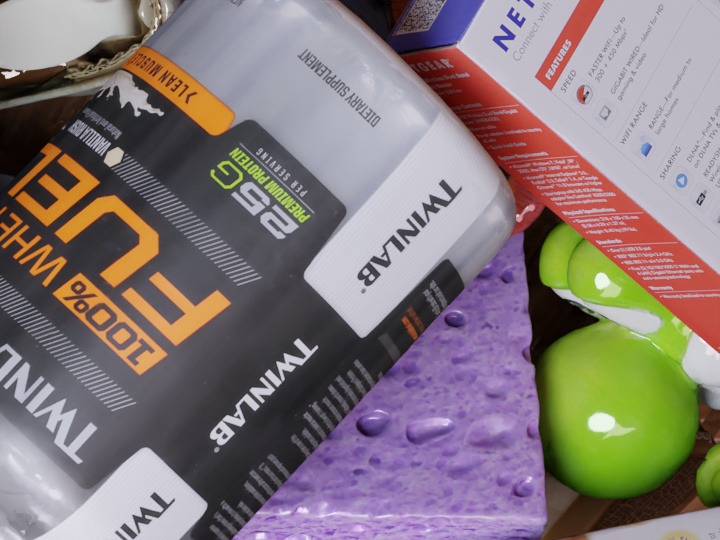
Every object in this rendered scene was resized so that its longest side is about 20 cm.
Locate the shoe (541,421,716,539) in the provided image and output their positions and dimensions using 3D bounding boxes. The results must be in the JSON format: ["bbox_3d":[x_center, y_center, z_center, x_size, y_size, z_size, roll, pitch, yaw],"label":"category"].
[{"bbox_3d":[0.068,0.112,1.081,0.070,0.053,0.200,1,138,-45],"label":"shoe"}]

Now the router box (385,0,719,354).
[{"bbox_3d":[0.127,-0.095,0.868,0.179,0.049,0.200,39,71,-24],"label":"router box"}]

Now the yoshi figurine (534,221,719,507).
[{"bbox_3d":[0.131,0.054,0.949,0.200,0.112,0.112,28,143,-28],"label":"yoshi figurine"}]

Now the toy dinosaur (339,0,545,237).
[{"bbox_3d":[0.003,-0.097,0.870,0.105,0.200,0.182,-32,75,5],"label":"toy dinosaur"}]

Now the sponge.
[{"bbox_3d":[0.000,0.000,0.915,0.111,0.200,0.030,0,148,-5],"label":"sponge"}]

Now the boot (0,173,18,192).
[{"bbox_3d":[-0.130,0.034,0.975,0.200,0.132,0.070,-37,75,28],"label":"boot"}]

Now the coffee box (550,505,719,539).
[{"bbox_3d":[0.046,0.143,0.892,0.199,0.080,0.114,-13,159,10],"label":"coffee box"}]

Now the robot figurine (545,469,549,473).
[{"bbox_3d":[-0.025,0.081,0.981,0.200,0.116,0.175,-15,155,23],"label":"robot figurine"}]

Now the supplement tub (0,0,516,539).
[{"bbox_3d":[-0.060,0.015,0.810,0.200,0.123,0.123,-47,117,-6],"label":"supplement tub"}]

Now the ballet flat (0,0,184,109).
[{"bbox_3d":[-0.152,-0.080,0.927,0.199,0.062,0.068,-12,99,4],"label":"ballet flat"}]
